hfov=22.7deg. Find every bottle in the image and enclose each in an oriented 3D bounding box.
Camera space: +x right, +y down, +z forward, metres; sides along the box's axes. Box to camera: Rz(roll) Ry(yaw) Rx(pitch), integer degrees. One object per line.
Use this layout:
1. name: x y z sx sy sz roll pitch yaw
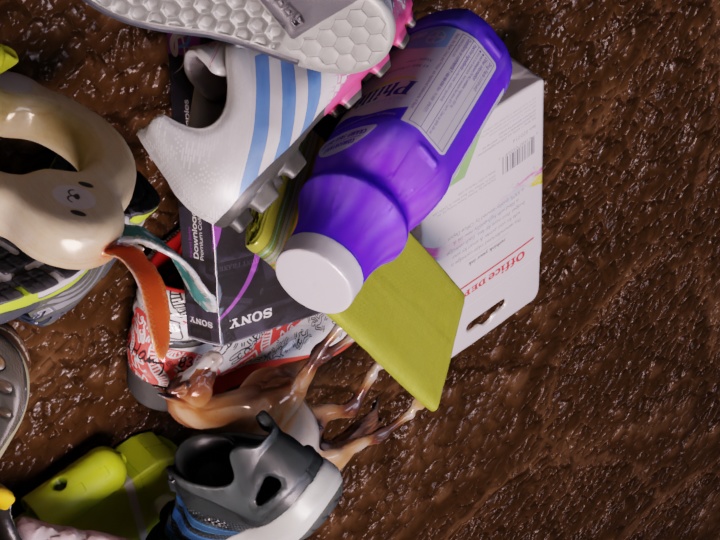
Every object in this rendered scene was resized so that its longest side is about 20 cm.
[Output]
1. bottle: 0.016 -0.062 1.006 0.065 0.083 0.201 47 51 -21

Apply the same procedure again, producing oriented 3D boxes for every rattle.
1. rattle: -0.134 -0.073 0.853 0.130 0.200 0.144 10 113 -52

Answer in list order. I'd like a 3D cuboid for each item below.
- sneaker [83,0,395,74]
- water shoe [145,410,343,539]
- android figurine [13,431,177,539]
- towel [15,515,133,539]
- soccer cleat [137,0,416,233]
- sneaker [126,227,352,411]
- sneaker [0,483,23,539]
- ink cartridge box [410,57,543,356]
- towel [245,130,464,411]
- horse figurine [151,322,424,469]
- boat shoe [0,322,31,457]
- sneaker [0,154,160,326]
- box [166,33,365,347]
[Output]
1. sneaker: -0.076 -0.187 0.938 0.200 0.147 0.077 20 130 -14
2. water shoe: -0.086 0.132 1.101 0.199 0.079 0.072 -28 -161 49
3. android figurine: -0.170 0.185 1.187 0.199 0.041 0.183 -32 141 -24
4. towel: -0.129 0.248 1.121 0.032 0.198 0.193 -79 -177 -56
5. soccer cleat: -0.043 -0.110 0.974 0.200 0.086 0.070 -53 -169 -35
6. sneaker: -0.058 0.008 1.134 0.200 0.067 0.109 -23 139 -32
7. sneaker: -0.224 0.206 1.046 0.078 0.081 0.202 -36 126 -48
8. ink cartridge box: 0.064 -0.042 1.231 0.117 0.067 0.201 -33 140 -27
9. towel: 0.000 0.000 1.064 0.200 0.018 0.087 45 53 -42
10. horse figurine: -0.033 0.088 1.142 0.132 0.050 0.200 -38 148 -2
11. boat shoe: -0.234 0.113 0.970 0.201 0.075 0.074 -55 -171 12
12. sneaker: -0.173 -0.001 0.946 0.081 0.074 0.200 -59 170 24
13. box: -0.044 -0.069 1.054 0.142 0.036 0.202 -18 114 -41
